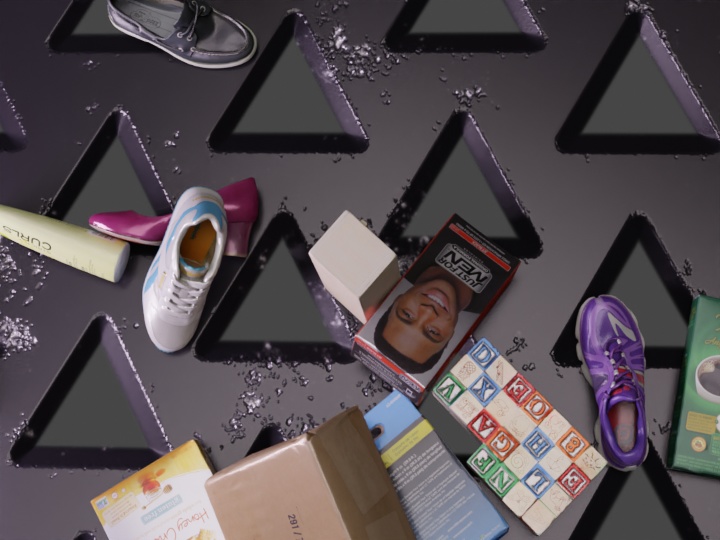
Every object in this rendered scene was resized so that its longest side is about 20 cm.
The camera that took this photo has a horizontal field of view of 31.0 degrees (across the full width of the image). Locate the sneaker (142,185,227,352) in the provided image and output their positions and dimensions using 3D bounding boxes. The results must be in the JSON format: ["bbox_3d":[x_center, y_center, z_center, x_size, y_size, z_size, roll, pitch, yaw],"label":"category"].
[{"bbox_3d":[-0.206,0.008,1.503,0.075,0.081,0.203,11,111,-15],"label":"sneaker"}]

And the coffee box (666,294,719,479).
[{"bbox_3d":[0.426,0.138,1.484,0.121,0.044,0.203,9,80,5],"label":"coffee box"}]

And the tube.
[{"bbox_3d":[-0.377,-0.040,1.564,0.197,0.052,0.059,20,119,3],"label":"tube"}]

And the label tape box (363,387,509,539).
[{"bbox_3d":[0.054,0.258,1.476,0.144,0.063,0.201,-38,75,-4],"label":"label tape box"}]

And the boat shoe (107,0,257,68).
[{"bbox_3d":[-0.225,-0.309,1.603,0.197,0.066,0.075,24,81,8],"label":"boat shoe"}]

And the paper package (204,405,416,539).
[{"bbox_3d":[-0.050,0.278,1.399,0.189,0.103,0.202,-27,86,38],"label":"paper package"}]

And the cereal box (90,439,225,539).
[{"bbox_3d":[-0.202,0.318,1.494,0.143,0.040,0.202,-31,79,-2],"label":"cereal box"}]

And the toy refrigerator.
[{"bbox_3d":[0.000,0.000,1.461,0.076,0.200,0.070,42,84,11],"label":"toy refrigerator"}]

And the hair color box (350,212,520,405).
[{"bbox_3d":[0.087,0.043,1.490,0.101,0.061,0.201,35,66,9],"label":"hair color box"}]

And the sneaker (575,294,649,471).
[{"bbox_3d":[0.297,0.124,1.476,0.079,0.083,0.203,-10,78,1],"label":"sneaker"}]

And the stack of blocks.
[{"bbox_3d":[0.170,0.190,1.484,0.115,0.059,0.200,-44,80,-5],"label":"stack of blocks"}]

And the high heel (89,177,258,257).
[{"bbox_3d":[-0.222,-0.076,1.557,0.197,0.067,0.098,8,89,-10],"label":"high heel"}]
